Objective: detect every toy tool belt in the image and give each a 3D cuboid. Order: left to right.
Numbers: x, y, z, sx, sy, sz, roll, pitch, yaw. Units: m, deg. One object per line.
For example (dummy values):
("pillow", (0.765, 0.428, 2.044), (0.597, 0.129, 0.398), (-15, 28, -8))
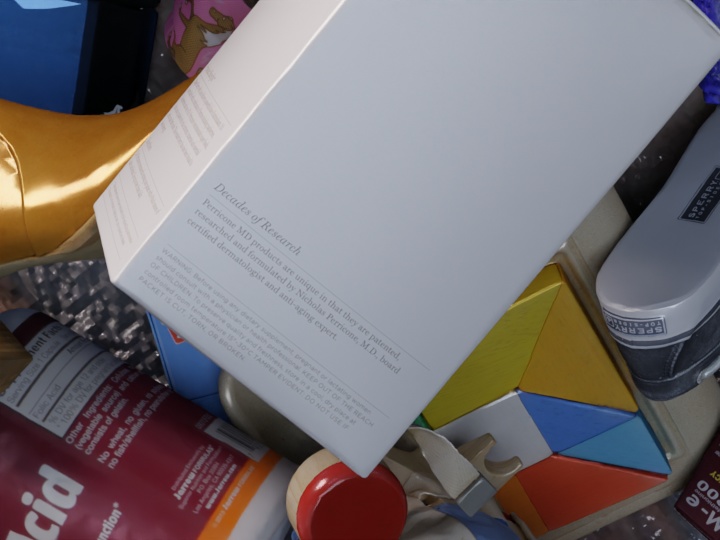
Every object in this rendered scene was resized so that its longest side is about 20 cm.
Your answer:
("toy tool belt", (0.026, 0.128, 0.964), (0.125, 0.123, 0.200), (-45, 118, 1))

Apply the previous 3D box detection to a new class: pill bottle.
("pill bottle", (-0.134, 0.088, 0.969), (0.199, 0.114, 0.115), (30, 100, 5))

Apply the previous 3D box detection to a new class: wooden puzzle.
("wooden puzzle", (0.060, 0.069, 1.015), (0.199, 0.037, 0.185), (-29, 123, 5))

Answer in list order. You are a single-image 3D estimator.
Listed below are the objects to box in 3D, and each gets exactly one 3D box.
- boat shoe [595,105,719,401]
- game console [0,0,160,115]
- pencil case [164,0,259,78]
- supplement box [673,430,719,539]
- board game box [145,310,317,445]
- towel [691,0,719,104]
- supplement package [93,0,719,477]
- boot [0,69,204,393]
("boat shoe", (0.179, -0.021, 0.997), (0.200, 0.072, 0.068), (-49, 133, -31))
("game console", (-0.184, -0.106, 0.935), (0.199, 0.171, 0.119), (8, 77, -9))
("pencil case", (-0.013, -0.159, 0.909), (0.086, 0.083, 0.201), (16, 118, -24))
("supplement box", (0.246, 0.055, 1.037), (0.109, 0.061, 0.201), (23, 101, -39))
("board game box", (0.000, 0.000, 1.012), (0.199, 0.037, 0.152), (-16, 116, -4))
("towel", (0.153, -0.148, 0.922), (0.049, 0.200, 0.148), (-9, 104, 9))
("supplement package", (0.013, -0.051, 0.801), (0.120, 0.121, 0.200), (38, 96, -17))
("boot", (-0.149, -0.054, 0.904), (0.201, 0.071, 0.144), (-45, 77, 7))
